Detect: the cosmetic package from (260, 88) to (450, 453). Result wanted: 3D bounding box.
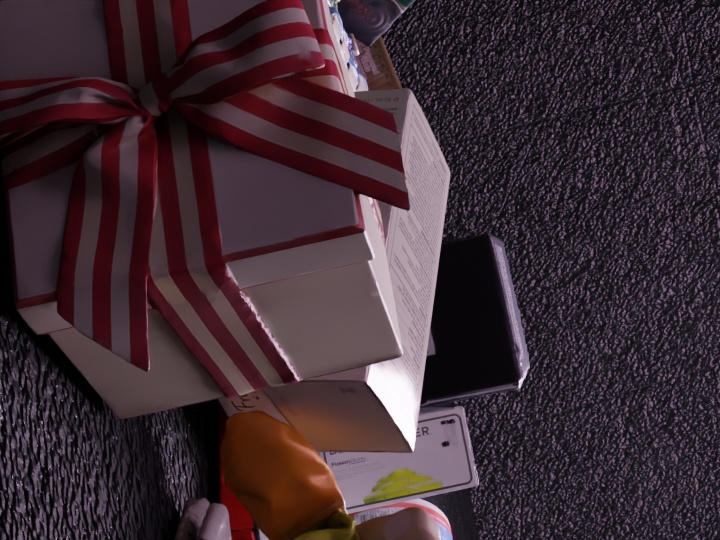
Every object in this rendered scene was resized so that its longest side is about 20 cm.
[{"bbox_3d":[0.000,0.000,1.098,0.104,0.072,0.202,59,36,-54],"label":"cosmetic package"}]

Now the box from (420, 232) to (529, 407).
[{"bbox_3d":[0.028,0.050,1.438,0.197,0.198,0.125,16,62,-83],"label":"box"}]

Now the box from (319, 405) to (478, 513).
[{"bbox_3d":[0.016,0.144,1.380,0.200,0.115,0.061,142,-63,-82],"label":"box"}]

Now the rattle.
[{"bbox_3d":[-0.026,0.192,0.992,0.201,0.129,0.144,-70,145,-47],"label":"rattle"}]

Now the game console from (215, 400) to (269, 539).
[{"bbox_3d":[-0.061,0.196,1.186,0.178,0.031,0.201,-103,178,-51],"label":"game console"}]

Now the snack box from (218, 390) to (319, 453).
[{"bbox_3d":[-0.083,0.011,1.117,0.201,0.052,0.143,65,9,-47],"label":"snack box"}]

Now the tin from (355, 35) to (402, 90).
[{"bbox_3d":[0.006,-0.137,1.313,0.112,0.041,0.202,87,-17,-68],"label":"tin"}]

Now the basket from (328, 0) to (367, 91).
[{"bbox_3d":[-0.085,-0.151,1.201,0.200,0.139,0.177,39,-17,34],"label":"basket"}]

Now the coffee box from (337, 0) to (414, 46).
[{"bbox_3d":[-0.042,-0.242,1.191,0.123,0.199,0.044,-36,-155,54],"label":"coffee box"}]

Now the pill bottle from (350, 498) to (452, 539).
[{"bbox_3d":[0.028,0.287,1.390,0.113,0.111,0.201,69,12,-51],"label":"pill bottle"}]

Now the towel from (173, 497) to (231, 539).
[{"bbox_3d":[-0.071,0.242,0.967,0.200,0.034,0.194,-85,162,-70],"label":"towel"}]

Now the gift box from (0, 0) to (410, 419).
[{"bbox_3d":[-0.068,-0.035,0.858,0.187,0.183,0.202,69,5,-64],"label":"gift box"}]
